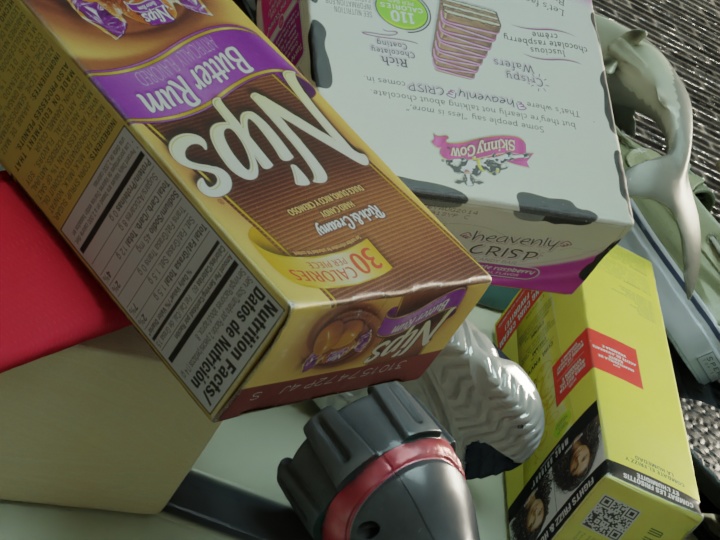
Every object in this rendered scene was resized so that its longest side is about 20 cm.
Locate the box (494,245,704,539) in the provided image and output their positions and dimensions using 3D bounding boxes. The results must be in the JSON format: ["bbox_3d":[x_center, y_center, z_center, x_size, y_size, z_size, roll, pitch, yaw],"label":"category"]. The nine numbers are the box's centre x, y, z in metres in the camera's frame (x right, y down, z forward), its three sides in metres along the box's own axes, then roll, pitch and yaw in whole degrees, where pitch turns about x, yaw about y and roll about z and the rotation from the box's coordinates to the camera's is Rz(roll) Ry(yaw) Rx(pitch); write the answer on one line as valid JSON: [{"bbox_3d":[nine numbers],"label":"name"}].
[{"bbox_3d":[0.101,0.063,0.928,0.050,0.075,0.200,27,29,-14],"label":"box"}]

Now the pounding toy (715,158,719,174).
[{"bbox_3d":[0.292,0.011,1.186,0.184,0.142,0.200,32,26,-37],"label":"pounding toy"}]

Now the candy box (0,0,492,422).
[{"bbox_3d":[-0.060,-0.042,0.733,0.200,0.057,0.117,49,30,22],"label":"candy box"}]

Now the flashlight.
[{"bbox_3d":[0.048,0.132,0.766,0.068,0.068,0.200,1,42,-49],"label":"flashlight"}]

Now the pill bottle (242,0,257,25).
[{"bbox_3d":[0.004,-0.134,1.001,0.113,0.113,0.200,-15,73,-56],"label":"pill bottle"}]

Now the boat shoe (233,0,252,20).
[{"bbox_3d":[-0.072,-0.155,1.096,0.072,0.072,0.200,28,38,-23],"label":"boat shoe"}]

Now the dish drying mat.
[{"bbox_3d":[-0.118,-0.003,0.686,0.077,0.018,0.200,44,28,15],"label":"dish drying mat"}]

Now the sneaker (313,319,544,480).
[{"bbox_3d":[0.000,0.000,0.907,0.199,0.080,0.130,25,36,2],"label":"sneaker"}]

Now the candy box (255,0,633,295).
[{"bbox_3d":[0.029,-0.095,0.878,0.136,0.061,0.200,8,56,-21],"label":"candy box"}]

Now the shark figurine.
[{"bbox_3d":[0.132,-0.084,1.079,0.214,0.128,0.090,41,-13,44],"label":"shark figurine"}]

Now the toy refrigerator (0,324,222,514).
[{"bbox_3d":[-0.145,0.025,0.713,0.200,0.076,0.070,11,36,-38],"label":"toy refrigerator"}]

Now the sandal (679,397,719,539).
[{"bbox_3d":[0.197,0.124,0.978,0.200,0.048,0.075,32,23,-33],"label":"sandal"}]

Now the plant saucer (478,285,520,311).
[{"bbox_3d":[0.045,-0.054,1.103,0.200,0.027,0.200,26,28,-15],"label":"plant saucer"}]

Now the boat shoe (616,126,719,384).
[{"bbox_3d":[0.162,-0.028,1.129,0.200,0.062,0.072,62,5,31],"label":"boat shoe"}]

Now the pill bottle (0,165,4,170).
[{"bbox_3d":[-0.136,-0.135,0.937,0.113,0.113,0.200,22,29,-23],"label":"pill bottle"}]
